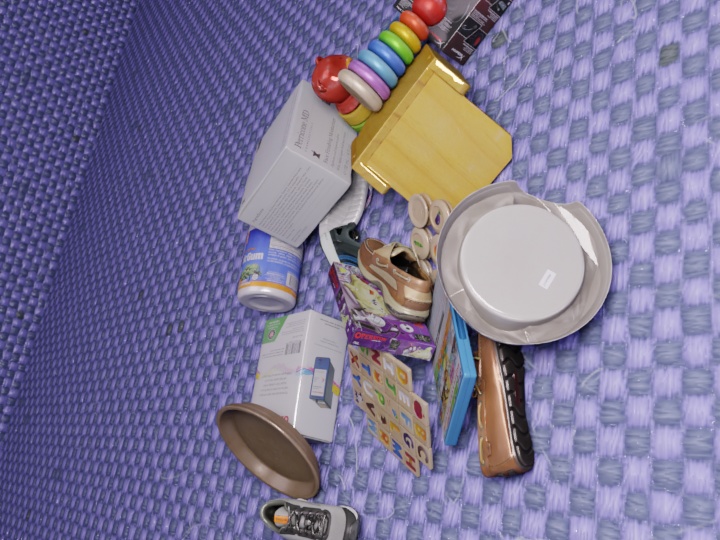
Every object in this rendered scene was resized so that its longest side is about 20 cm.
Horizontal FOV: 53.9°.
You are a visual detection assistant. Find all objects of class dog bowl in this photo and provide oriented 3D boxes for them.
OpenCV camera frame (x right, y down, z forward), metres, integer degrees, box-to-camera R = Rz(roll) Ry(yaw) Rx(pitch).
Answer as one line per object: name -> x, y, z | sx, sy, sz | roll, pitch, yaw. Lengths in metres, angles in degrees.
dog bowl -> 0.187, -0.004, 0.833 | 0.198, 0.059, 0.202 | -1, 71, 4

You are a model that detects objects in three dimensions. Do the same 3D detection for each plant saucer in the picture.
plant saucer -> -0.141, 0.278, 1.109 | 0.199, 0.201, 0.029 | -17, 23, 47

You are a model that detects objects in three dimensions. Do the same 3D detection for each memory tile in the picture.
memory tile -> 0.125, -0.018, 0.982 | 0.200, 0.017, 0.155 | 33, 130, 55

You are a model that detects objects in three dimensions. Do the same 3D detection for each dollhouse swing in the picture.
dollhouse swing -> 0.112, -0.201, 1.086 | 0.200, 0.175, 0.182 | -51, 16, 20

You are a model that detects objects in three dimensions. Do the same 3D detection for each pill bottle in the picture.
pill bottle -> -0.166, -0.031, 1.352 | 0.112, 0.112, 0.202 | -20, 56, 46

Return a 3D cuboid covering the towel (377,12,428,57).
towel -> 0.106, -0.460, 1.289 | 0.200, 0.048, 0.112 | -46, 41, 26

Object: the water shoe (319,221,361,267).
water shoe -> 0.000, 0.000, 1.150 | 0.079, 0.072, 0.201 | -30, 60, 0

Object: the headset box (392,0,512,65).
headset box -> 0.170, -0.465, 1.153 | 0.200, 0.075, 0.149 | -52, 57, 21

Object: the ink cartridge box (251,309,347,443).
ink cartridge box -> -0.106, 0.181, 1.179 | 0.145, 0.087, 0.202 | -16, 58, 48

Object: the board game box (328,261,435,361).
board game box -> 0.025, 0.053, 1.014 | 0.032, 0.119, 0.200 | -65, 21, 21

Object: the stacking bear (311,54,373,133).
stacking bear -> 0.006, -0.293, 1.196 | 0.113, 0.199, 0.122 | -26, 52, 42

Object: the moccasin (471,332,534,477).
moccasin -> 0.162, 0.149, 0.867 | 0.077, 0.073, 0.203 | -20, 65, 36

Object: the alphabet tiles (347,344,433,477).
alphabet tiles -> 0.037, 0.183, 0.976 | 0.200, 0.006, 0.168 | 30, 131, 55

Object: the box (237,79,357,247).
box -> -0.109, -0.190, 1.273 | 0.200, 0.130, 0.200 | -45, 28, 42

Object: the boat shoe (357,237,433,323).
boat shoe -> 0.057, -0.003, 1.033 | 0.200, 0.075, 0.074 | 54, 131, 53

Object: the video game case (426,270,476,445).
video game case -> 0.113, 0.098, 0.907 | 0.201, 0.018, 0.144 | -94, 7, -46

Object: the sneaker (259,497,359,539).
sneaker -> -0.076, 0.375, 1.040 | 0.199, 0.079, 0.075 | -12, 60, 48

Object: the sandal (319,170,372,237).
sandal -> -0.011, -0.133, 1.266 | 0.082, 0.050, 0.204 | 9, 73, 37

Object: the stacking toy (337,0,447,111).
stacking toy -> 0.056, -0.346, 1.088 | 0.200, 0.085, 0.085 | -50, 37, 3
